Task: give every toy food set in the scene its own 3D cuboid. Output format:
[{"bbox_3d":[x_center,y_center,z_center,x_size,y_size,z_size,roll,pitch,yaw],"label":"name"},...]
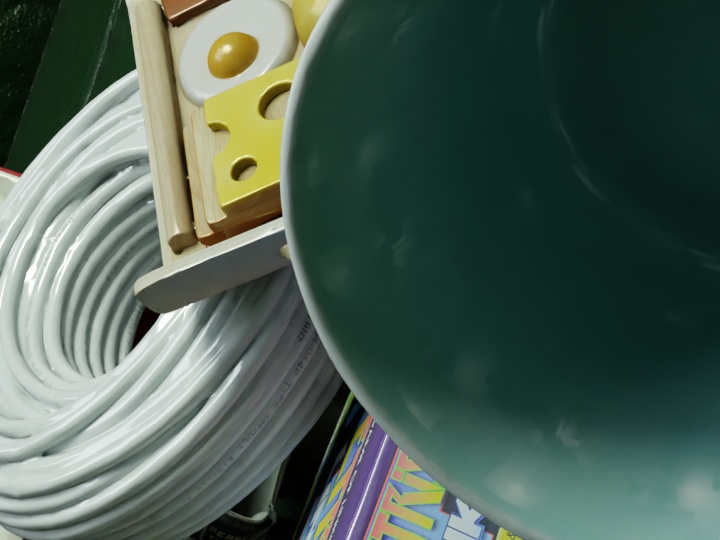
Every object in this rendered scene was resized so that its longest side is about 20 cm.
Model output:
[{"bbox_3d":[-0.022,-0.087,0.843,0.143,0.060,0.200,-22,47,12],"label":"toy food set"}]

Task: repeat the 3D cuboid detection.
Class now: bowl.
[{"bbox_3d":[0.090,-0.031,0.599,0.201,0.200,0.105,-61,-1,36],"label":"bowl"}]

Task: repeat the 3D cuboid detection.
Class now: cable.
[{"bbox_3d":[-0.075,0.012,0.913,0.200,0.069,0.200,10,68,50],"label":"cable"}]

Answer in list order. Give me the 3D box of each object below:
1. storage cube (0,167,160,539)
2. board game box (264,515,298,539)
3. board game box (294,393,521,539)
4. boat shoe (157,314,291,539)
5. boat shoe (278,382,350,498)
[{"bbox_3d":[-0.178,0.047,1.095,0.180,0.170,0.201,64,-131,-76],"label":"storage cube"},{"bbox_3d":[-0.042,0.209,1.017,0.200,0.057,0.166,-130,60,-73],"label":"board game box"},{"bbox_3d":[0.009,0.099,0.829,0.165,0.057,0.200,119,174,-62],"label":"board game box"},{"bbox_3d":[-0.072,0.098,1.019,0.071,0.072,0.201,6,80,52],"label":"boat shoe"},{"bbox_3d":[-0.036,0.058,1.139,0.200,0.076,0.072,155,133,-69],"label":"boat shoe"}]
